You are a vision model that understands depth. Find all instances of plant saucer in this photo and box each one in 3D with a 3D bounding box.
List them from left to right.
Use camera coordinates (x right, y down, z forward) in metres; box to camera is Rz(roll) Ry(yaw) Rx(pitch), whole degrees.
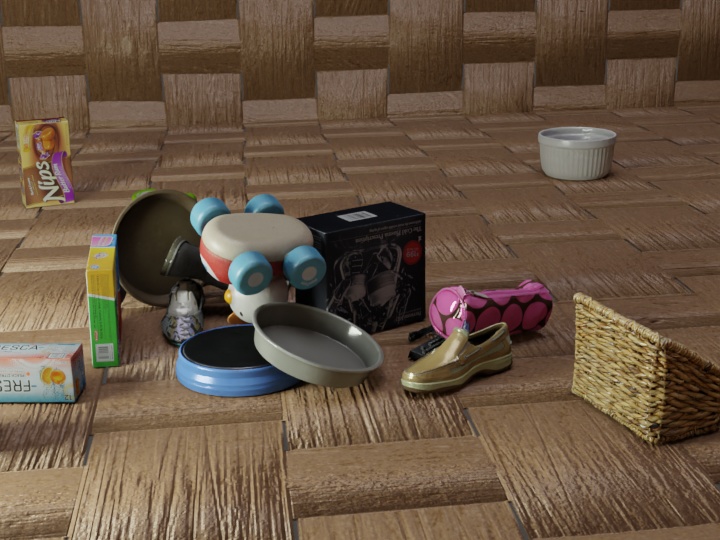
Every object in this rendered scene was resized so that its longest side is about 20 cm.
[{"bbox_3d":[-0.341,-0.039,1.911,0.199,0.202,0.029,-13,13,-33],"label":"plant saucer"}]

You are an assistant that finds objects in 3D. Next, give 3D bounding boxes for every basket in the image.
[{"bbox_3d":[0.385,0.114,1.463,0.141,0.150,0.200,-8,18,-21],"label":"basket"}]

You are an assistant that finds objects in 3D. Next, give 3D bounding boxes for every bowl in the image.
[{"bbox_3d":[-0.172,0.128,1.634,0.198,0.040,0.201,-1,18,0],"label":"bowl"}]

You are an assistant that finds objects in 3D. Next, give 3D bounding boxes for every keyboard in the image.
[{"bbox_3d":[0.140,0.101,1.733,0.126,0.021,0.199,12,21,35],"label":"keyboard"}]

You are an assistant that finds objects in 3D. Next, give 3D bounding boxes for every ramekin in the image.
[{"bbox_3d":[0.553,-0.299,2.843,0.198,0.106,0.200,-1,17,0],"label":"ramekin"}]

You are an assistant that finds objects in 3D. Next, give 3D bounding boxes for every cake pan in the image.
[{"bbox_3d":[-0.065,0.107,1.591,0.199,0.037,0.201,18,19,-6],"label":"cake pan"}]

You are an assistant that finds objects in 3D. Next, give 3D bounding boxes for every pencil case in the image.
[{"bbox_3d":[0.206,0.058,1.707,0.199,0.094,0.091,-6,38,-38],"label":"pencil case"}]

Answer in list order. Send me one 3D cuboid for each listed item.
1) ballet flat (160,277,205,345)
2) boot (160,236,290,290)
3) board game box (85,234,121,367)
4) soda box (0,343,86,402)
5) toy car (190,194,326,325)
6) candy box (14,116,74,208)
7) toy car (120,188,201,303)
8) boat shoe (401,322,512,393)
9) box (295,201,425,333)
[{"bbox_3d":[-0.290,0.058,1.814,0.071,0.073,0.200,-3,18,-5],"label":"ballet flat"},{"bbox_3d":[-0.219,0.013,1.839,0.199,0.073,0.182,28,10,3],"label":"boot"},{"bbox_3d":[-0.397,0.042,1.728,0.040,0.155,0.200,-3,18,-10],"label":"board game box"},{"bbox_3d":[-0.489,0.142,1.554,0.198,0.069,0.064,0,17,2],"label":"soda box"},{"bbox_3d":[-0.169,0.017,1.701,0.176,0.201,0.184,-6,36,-31],"label":"toy car"},{"bbox_3d":[-0.740,-0.253,2.608,0.116,0.202,0.056,-8,22,-25],"label":"candy box"},{"bbox_3d":[-0.378,-0.028,1.964,0.157,0.166,0.200,8,29,27],"label":"toy car"},{"bbox_3d":[0.137,0.117,1.587,0.199,0.077,0.071,-16,23,-40],"label":"boat shoe"},{"bbox_3d":[0.000,0.000,1.792,0.199,0.184,0.104,-13,22,-32],"label":"box"}]
